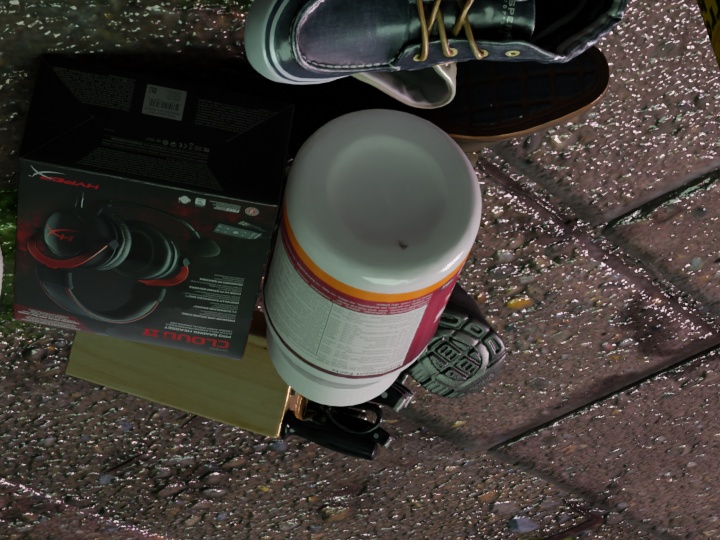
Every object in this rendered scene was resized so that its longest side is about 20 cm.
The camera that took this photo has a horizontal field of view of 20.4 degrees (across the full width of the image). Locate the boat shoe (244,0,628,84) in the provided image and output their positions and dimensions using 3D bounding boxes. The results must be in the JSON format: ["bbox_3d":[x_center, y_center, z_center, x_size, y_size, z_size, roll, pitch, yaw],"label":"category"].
[{"bbox_3d":[0.042,-0.134,1.013,0.199,0.091,0.071,-22,123,-33],"label":"boat shoe"}]

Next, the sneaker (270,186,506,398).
[{"bbox_3d":[0.010,0.005,1.323,0.076,0.091,0.200,-41,120,13],"label":"sneaker"}]

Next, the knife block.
[{"bbox_3d":[-0.071,0.070,1.316,0.199,0.065,0.175,12,-174,-35],"label":"knife block"}]

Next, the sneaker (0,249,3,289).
[{"bbox_3d":[-0.257,-0.001,1.203,0.077,0.083,0.200,-8,151,-6],"label":"sneaker"}]

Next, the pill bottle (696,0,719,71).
[{"bbox_3d":[0.236,-0.127,1.049,0.103,0.201,0.105,-9,151,-5],"label":"pill bottle"}]

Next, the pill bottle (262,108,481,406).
[{"bbox_3d":[0.000,0.000,1.158,0.109,0.110,0.200,-6,156,-11],"label":"pill bottle"}]

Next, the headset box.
[{"bbox_3d":[-0.127,-0.026,1.181,0.147,0.076,0.200,11,148,-5],"label":"headset box"}]

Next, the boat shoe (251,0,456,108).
[{"bbox_3d":[-0.010,-0.146,1.064,0.072,0.062,0.199,-33,145,32],"label":"boat shoe"}]

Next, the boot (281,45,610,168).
[{"bbox_3d":[0.056,-0.091,1.189,0.198,0.075,0.097,-8,161,14],"label":"boot"}]
